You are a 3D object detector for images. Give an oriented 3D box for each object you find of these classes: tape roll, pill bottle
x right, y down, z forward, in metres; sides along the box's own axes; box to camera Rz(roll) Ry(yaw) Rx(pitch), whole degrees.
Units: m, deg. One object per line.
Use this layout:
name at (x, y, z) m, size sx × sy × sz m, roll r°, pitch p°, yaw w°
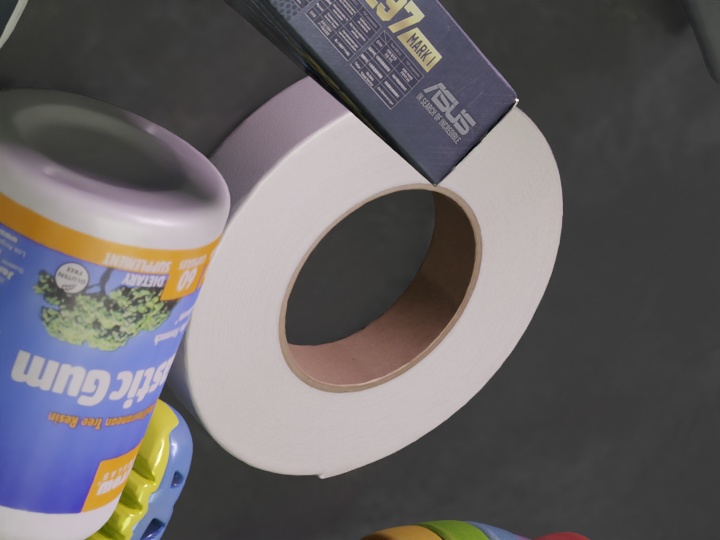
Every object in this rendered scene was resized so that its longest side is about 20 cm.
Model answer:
tape roll at (0.000, 0.000, 1.213) m, size 0.202 × 0.037 × 0.204 m, roll -21°, pitch 131°, yaw -26°
pill bottle at (-0.134, 0.039, 1.079) m, size 0.112 × 0.112 × 0.201 m, roll 2°, pitch 119°, yaw -39°

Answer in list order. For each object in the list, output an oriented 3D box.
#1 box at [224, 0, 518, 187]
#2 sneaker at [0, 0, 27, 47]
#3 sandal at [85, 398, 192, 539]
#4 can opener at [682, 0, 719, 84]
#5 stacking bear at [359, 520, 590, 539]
box at (-0.043, -0.132, 0.989) m, size 0.051 × 0.158 × 0.200 m, roll -46°, pitch 137°, yaw 0°
sneaker at (-0.154, -0.087, 0.915) m, size 0.077 × 0.146 × 0.203 m, roll 19°, pitch 85°, yaw -7°
sandal at (-0.133, 0.136, 1.189) m, size 0.087 × 0.080 × 0.200 m, roll 11°, pitch 119°, yaw -54°
can opener at (0.128, -0.155, 1.199) m, size 0.067 × 0.054 × 0.200 m, roll -15°, pitch 139°, yaw 13°
stacking bear at (0.020, 0.175, 1.314) m, size 0.199 × 0.122 × 0.114 m, roll 7°, pitch 119°, yaw -33°
